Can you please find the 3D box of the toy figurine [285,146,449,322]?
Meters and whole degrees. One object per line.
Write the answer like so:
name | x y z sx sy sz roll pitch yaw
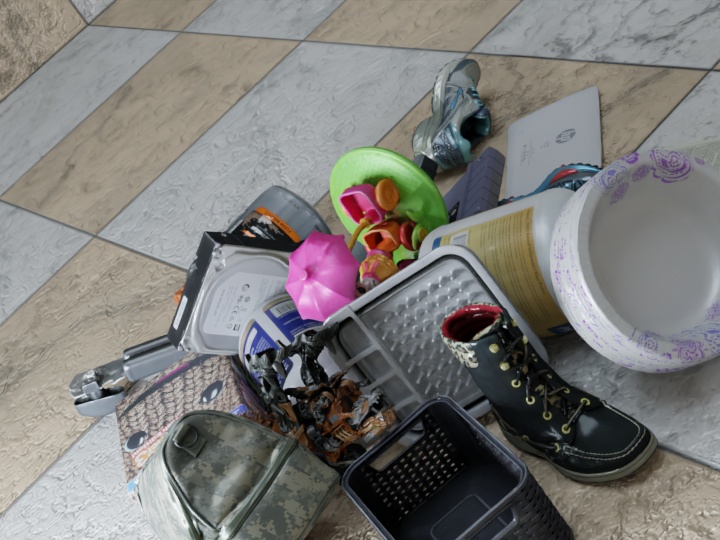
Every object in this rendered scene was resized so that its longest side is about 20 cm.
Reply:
toy figurine | 0.000 0.000 1.668 0.150 0.201 0.184 -10 29 42

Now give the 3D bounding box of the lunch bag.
lunch bag | -0.135 0.221 1.529 0.140 0.167 0.200 -52 0 -24

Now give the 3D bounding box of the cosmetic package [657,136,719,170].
cosmetic package | 0.382 -0.083 1.581 0.199 0.071 0.105 -9 37 42

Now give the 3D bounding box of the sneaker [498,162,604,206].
sneaker | 0.206 -0.044 1.734 0.199 0.079 0.096 -28 33 36

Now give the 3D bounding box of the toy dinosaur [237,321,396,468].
toy dinosaur | -0.055 0.135 1.547 0.199 0.137 0.102 -16 5 22

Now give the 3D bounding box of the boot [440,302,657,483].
boot | 0.167 0.111 1.436 0.074 0.154 0.203 -46 29 -19

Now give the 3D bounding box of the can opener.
can opener | -0.286 0.134 2.044 0.199 0.067 0.053 -19 29 3

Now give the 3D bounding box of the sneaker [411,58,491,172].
sneaker | 0.139 -0.204 2.065 0.086 0.078 0.201 -3 48 29

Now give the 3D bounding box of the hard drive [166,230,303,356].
hard drive | -0.111 0.033 1.788 0.038 0.199 0.140 42 116 45

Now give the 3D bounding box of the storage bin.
storage bin | 0.086 0.218 1.430 0.135 0.094 0.200 -39 28 -6

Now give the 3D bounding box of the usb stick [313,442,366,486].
usb stick | -0.089 0.192 1.626 0.199 0.056 0.033 6 41 13

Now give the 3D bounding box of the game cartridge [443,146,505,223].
game cartridge | 0.093 -0.041 1.808 0.200 0.038 0.130 -48 13 36

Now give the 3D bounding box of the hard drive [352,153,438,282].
hard drive | 0.026 -0.033 1.889 0.140 0.033 0.201 -43 20 45

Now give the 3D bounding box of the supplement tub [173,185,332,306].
supplement tub | -0.137 -0.002 1.995 0.200 0.123 0.122 -47 29 -18

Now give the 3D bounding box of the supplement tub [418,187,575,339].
supplement tub | 0.175 -0.001 1.610 0.199 0.145 0.145 -18 32 31

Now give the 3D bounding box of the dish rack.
dish rack | 0.077 0.072 1.571 0.200 0.172 0.044 -33 10 29

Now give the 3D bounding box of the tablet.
tablet | 0.236 -0.152 1.919 0.130 0.014 0.201 -24 30 22

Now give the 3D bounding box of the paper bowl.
paper bowl | 0.272 -0.004 1.460 0.201 0.201 0.104 -48 3 -21

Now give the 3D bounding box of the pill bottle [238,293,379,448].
pill bottle | -0.049 0.114 1.711 0.116 0.116 0.200 -39 35 -5

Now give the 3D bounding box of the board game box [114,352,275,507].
board game box | -0.184 0.190 1.777 0.159 0.097 0.200 -35 27 3
